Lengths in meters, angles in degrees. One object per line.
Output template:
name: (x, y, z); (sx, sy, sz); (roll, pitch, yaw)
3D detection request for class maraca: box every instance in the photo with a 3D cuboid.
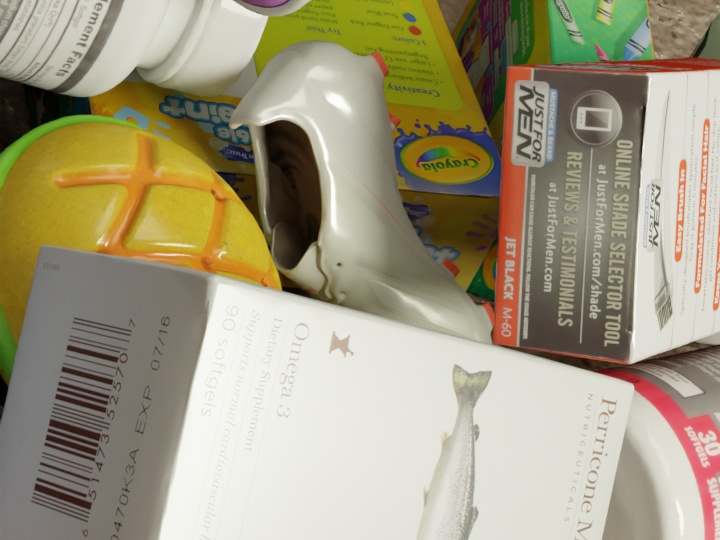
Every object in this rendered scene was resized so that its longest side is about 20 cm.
maraca: (-0.080, 0.031, 0.894); (0.137, 0.107, 0.201); (-32, 95, -40)

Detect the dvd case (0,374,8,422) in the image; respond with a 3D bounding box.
dvd case: (-0.191, 0.071, 0.848); (0.142, 0.018, 0.201); (0, 49, -31)

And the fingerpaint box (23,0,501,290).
fingerpaint box: (-0.049, -0.074, 1.044); (0.199, 0.074, 0.167); (4, 45, -26)

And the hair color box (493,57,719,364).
hair color box: (0.124, -0.031, 0.929); (0.064, 0.112, 0.200); (6, 8, 26)

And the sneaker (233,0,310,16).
sneaker: (-0.038, -0.202, 0.873); (0.099, 0.075, 0.201); (-21, 99, -46)

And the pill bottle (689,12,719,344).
pill bottle: (0.201, -0.066, 1.090); (0.110, 0.200, 0.111); (17, 42, -16)

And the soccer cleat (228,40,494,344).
soccer cleat: (0.000, 0.000, 0.947); (0.078, 0.069, 0.201); (-40, 117, -37)

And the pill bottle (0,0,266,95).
pill bottle: (-0.139, -0.134, 0.899); (0.199, 0.111, 0.111); (15, 41, -27)

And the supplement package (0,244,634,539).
supplement package: (-0.018, 0.071, 0.812); (0.199, 0.118, 0.117); (14, -4, -38)

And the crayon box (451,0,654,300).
crayon box: (0.092, -0.090, 1.113); (0.058, 0.119, 0.201); (18, 41, -14)

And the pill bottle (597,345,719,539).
pill bottle: (0.164, 0.087, 0.964); (0.199, 0.111, 0.111); (-10, 53, -38)
